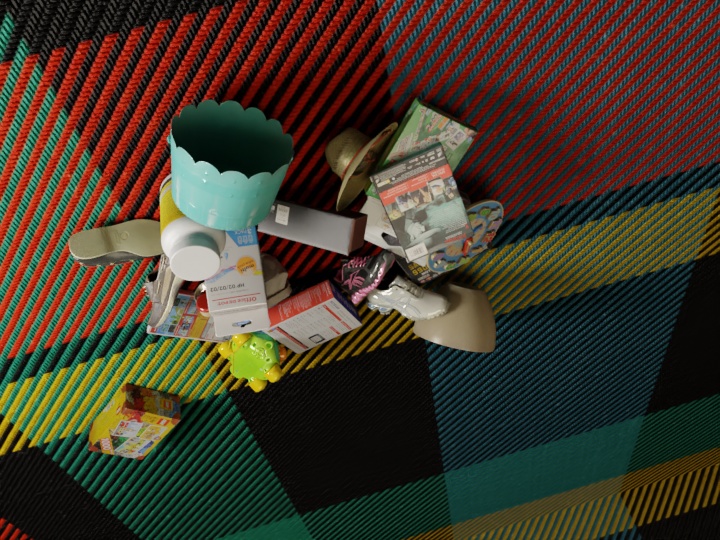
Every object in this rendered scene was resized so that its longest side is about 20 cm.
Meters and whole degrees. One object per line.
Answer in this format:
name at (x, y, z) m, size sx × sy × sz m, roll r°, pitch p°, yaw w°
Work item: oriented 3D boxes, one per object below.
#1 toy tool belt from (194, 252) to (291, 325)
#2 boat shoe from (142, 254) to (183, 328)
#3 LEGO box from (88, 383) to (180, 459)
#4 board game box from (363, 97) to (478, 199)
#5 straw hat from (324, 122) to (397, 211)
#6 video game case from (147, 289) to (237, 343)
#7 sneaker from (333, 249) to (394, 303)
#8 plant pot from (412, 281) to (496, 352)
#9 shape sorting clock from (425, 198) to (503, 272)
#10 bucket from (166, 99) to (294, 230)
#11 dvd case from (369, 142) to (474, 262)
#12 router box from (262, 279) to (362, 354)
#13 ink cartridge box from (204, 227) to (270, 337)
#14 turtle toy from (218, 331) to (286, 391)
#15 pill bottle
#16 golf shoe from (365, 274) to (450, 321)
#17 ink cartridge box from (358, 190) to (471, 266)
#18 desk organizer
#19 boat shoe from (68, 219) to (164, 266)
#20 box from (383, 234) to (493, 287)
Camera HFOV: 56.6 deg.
toy tool belt at (-0.241, 0.061, 1.421) m, size 0.200 × 0.125 × 0.123 m, roll -30°, pitch 147°, yaw -15°
boat shoe at (-0.406, 0.026, 1.374) m, size 0.073 × 0.075 × 0.201 m, roll 23°, pitch 111°, yaw -14°
LEGO box at (-0.572, 0.386, 1.694) m, size 0.149 × 0.077 × 0.200 m, roll 24°, pitch 124°, yaw -35°
board game box at (0.112, -0.207, 1.259) m, size 0.134 × 0.029 × 0.200 m, roll 21°, pitch 119°, yaw -22°
straw hat at (-0.018, -0.214, 1.230) m, size 0.085 × 0.201 × 0.201 m, roll 36°, pitch 126°, yaw 5°
video game case at (-0.363, 0.105, 1.509) m, size 0.199 × 0.017 × 0.143 m, roll 11°, pitch 131°, yaw -28°
sneaker at (0.000, 0.000, 1.444) m, size 0.095 × 0.079 × 0.200 m, roll 42°, pitch 145°, yaw -3°
plant pot at (0.236, 0.102, 1.599) m, size 0.199 × 0.200 × 0.135 m, roll 8°, pitch 98°, yaw -25°
shape sorting clock at (0.220, -0.068, 1.395) m, size 0.200 × 0.039 × 0.200 m, roll -32°, pitch 153°, yaw -19°
bucket at (-0.223, -0.176, 1.128) m, size 0.206 × 0.208 × 0.135 m, roll 3°, pitch 136°, yaw -21°
dvd case at (0.120, -0.125, 1.271) m, size 0.145 × 0.022 × 0.201 m, roll -23°, pitch 116°, yaw 6°
router box at (-0.111, 0.112, 1.541) m, size 0.179 × 0.049 × 0.200 m, roll -25°, pitch 152°, yaw 8°
ink cartridge box at (-0.247, 0.022, 1.323) m, size 0.115 × 0.201 × 0.068 m, roll -9°, pitch 170°, yaw -9°
turtle toy at (-0.250, 0.200, 1.568) m, size 0.146 × 0.101 × 0.200 m, roll 49°, pitch 136°, yaw -5°
pill bottle at (-0.300, -0.082, 1.196) m, size 0.112 × 0.200 × 0.113 m, roll -9°, pitch 137°, yaw -8°
golf shoe at (0.104, 0.056, 1.522) m, size 0.199 × 0.078 × 0.098 m, roll 5°, pitch 133°, yaw 17°
ink cartridge box at (0.097, -0.118, 1.363) m, size 0.199 × 0.044 × 0.174 m, roll 24°, pitch 119°, yaw -21°
desk organizer at (-0.092, -0.094, 1.296) m, size 0.199 × 0.077 × 0.072 m, roll 16°, pitch 108°, yaw 20°
boat shoe at (-0.451, -0.051, 1.286) m, size 0.200 × 0.074 × 0.063 m, roll -9°, pitch 166°, yaw -20°
box at (0.175, -0.064, 1.484) m, size 0.199 × 0.048 × 0.158 m, roll -29°, pitch 137°, yaw 13°
